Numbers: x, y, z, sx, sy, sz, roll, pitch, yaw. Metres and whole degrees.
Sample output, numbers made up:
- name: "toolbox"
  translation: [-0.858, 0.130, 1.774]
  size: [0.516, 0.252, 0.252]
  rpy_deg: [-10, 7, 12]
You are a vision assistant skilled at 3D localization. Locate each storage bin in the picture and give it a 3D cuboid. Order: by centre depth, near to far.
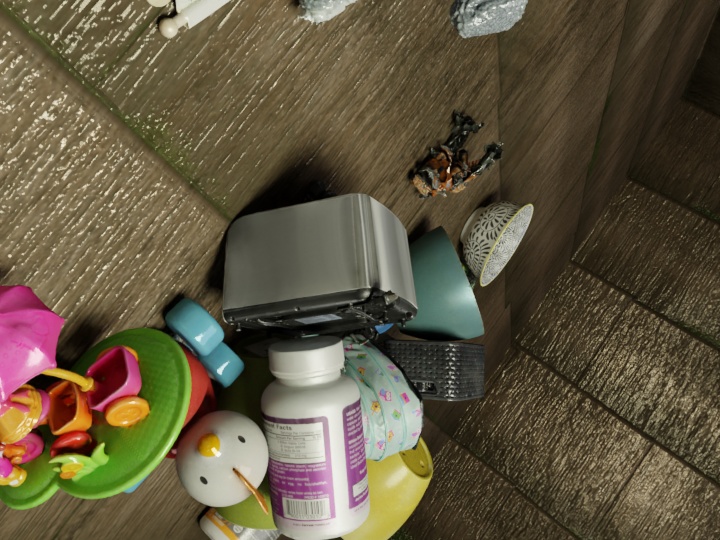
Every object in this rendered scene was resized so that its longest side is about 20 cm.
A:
- name: "storage bin"
  translation: [0.130, 0.170, 1.100]
  size: [0.200, 0.134, 0.095]
  rpy_deg: [16, 74, -64]

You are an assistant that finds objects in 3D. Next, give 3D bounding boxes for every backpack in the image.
- name: "backpack"
  translation: [0.007, 0.194, 0.949]
  size: [0.126, 0.200, 0.168]
  rpy_deg: [-15, 122, -24]

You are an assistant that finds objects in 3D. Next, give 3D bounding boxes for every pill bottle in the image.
- name: "pill bottle"
  translation: [-0.052, 0.179, 0.706]
  size: [0.112, 0.111, 0.202]
  rpy_deg: [-12, 98, -60]
- name: "pill bottle"
  translation: [-0.159, 0.382, 1.061]
  size: [0.200, 0.116, 0.117]
  rpy_deg: [-45, 156, -27]

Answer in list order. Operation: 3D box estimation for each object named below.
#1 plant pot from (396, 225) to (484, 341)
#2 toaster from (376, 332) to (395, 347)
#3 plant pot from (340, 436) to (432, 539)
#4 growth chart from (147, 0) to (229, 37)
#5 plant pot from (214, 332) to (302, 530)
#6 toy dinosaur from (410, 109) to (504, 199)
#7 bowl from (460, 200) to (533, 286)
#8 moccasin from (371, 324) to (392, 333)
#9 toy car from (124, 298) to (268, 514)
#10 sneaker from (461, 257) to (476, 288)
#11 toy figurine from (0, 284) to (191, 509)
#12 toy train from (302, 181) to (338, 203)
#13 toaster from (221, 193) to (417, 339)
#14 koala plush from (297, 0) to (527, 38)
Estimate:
- name: "plant pot"
  translation: [0.115, 0.041, 1.107]
  size: [0.134, 0.201, 0.200]
  rpy_deg: [-22, 155, 2]
- name: "toaster"
  translation: [0.014, 0.195, 1.174]
  size: [0.129, 0.113, 0.201]
  rpy_deg: [-20, 137, -61]
- name: "plant pot"
  translation: [0.032, 0.323, 1.035]
  size: [0.142, 0.201, 0.200]
  rpy_deg: [-38, 165, 22]
- name: "growth chart"
  translation: [-0.101, -0.268, 0.422]
  size: [0.145, 0.018, 0.201]
  rpy_deg: [-42, 154, -31]
- name: "plant pot"
  translation: [-0.109, 0.189, 0.825]
  size: [0.187, 0.186, 0.202]
  rpy_deg: [-23, 115, -54]
- name: "toy dinosaur"
  translation: [0.152, -0.172, 1.021]
  size: [0.136, 0.102, 0.200]
  rpy_deg: [-52, -178, 32]
- name: "bowl"
  translation: [0.277, -0.076, 1.368]
  size: [0.201, 0.094, 0.202]
  rpy_deg: [-44, 154, -27]
- name: "moccasin"
  translation: [0.000, 0.000, 0.922]
  size: [0.080, 0.068, 0.202]
  rpy_deg: [-23, 120, -33]
- name: "toy car"
  translation: [-0.163, 0.170, 0.651]
  size: [0.185, 0.199, 0.177]
  rpy_deg: [-48, 157, -21]
- name: "sneaker"
  translation: [0.211, 0.071, 1.455]
  size: [0.201, 0.078, 0.085]
  rpy_deg: [-54, 159, -6]
- name: "toy figurine"
  translation: [-0.263, 0.088, 0.482]
  size: [0.199, 0.151, 0.184]
  rpy_deg: [-31, 143, 3]
- name: "toy train"
  translation: [-0.007, -0.046, 0.821]
  size: [0.046, 0.034, 0.200]
  rpy_deg: [-48, 136, 5]
- name: "toaster"
  translation: [-0.033, 0.005, 0.710]
  size: [0.181, 0.198, 0.120]
  rpy_deg: [27, 56, -67]
- name: "koala plush"
  translation: [0.033, -0.289, 0.531]
  size: [0.199, 0.185, 0.178]
  rpy_deg: [-27, 163, -13]
